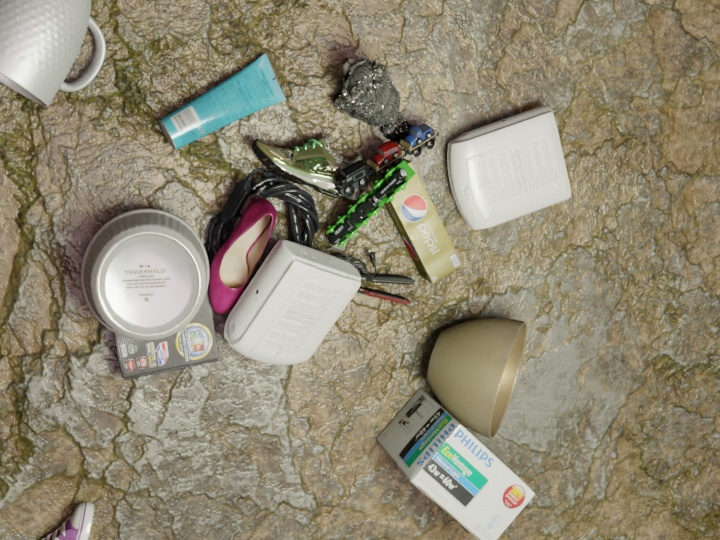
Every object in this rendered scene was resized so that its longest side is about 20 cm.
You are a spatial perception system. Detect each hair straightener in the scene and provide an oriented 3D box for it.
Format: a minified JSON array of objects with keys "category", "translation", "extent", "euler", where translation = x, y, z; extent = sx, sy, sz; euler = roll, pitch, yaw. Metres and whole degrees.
[{"category":"hair straightener","translation":[0.000,0.000,1.774],"extent":[0.197,0.041,0.078],"euler":[13,97,-13]}]

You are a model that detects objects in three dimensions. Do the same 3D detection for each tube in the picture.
[{"category":"tube","translation":[-0.215,-0.257,1.656],"extent":[0.198,0.050,0.078],"euler":[-30,112,-13]}]

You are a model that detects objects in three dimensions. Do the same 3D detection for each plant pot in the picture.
[{"category":"plant pot","translation":[0.188,0.166,1.793],"extent":[0.132,0.200,0.204],"euler":[16,98,16]}]

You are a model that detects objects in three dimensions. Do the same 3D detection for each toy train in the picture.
[{"category":"toy train","translation":[0.043,-0.182,1.690],"extent":[0.198,0.034,0.046],"euler":[-32,130,-18]},{"category":"toy train","translation":[0.015,-0.105,1.695],"extent":[0.042,0.056,0.200],"euler":[47,129,-1]}]

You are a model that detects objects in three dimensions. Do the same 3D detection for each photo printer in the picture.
[{"category":"photo printer","translation":[0.245,-0.168,1.788],"extent":[0.197,0.069,0.169],"euler":[-20,106,-10]},{"category":"photo printer","translation":[-0.112,0.060,1.685],"extent":[0.165,0.070,0.201],"euler":[17,115,-43]}]

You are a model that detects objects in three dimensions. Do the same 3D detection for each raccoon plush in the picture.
[{"category":"raccoon plush","translation":[0.046,-0.267,1.677],"extent":[0.198,0.134,0.098],"euler":[26,92,-19]}]

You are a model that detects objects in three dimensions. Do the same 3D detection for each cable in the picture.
[{"category":"cable","translation":[-0.159,-0.054,1.714],"extent":[0.162,0.051,0.202],"euler":[27,96,-27]}]

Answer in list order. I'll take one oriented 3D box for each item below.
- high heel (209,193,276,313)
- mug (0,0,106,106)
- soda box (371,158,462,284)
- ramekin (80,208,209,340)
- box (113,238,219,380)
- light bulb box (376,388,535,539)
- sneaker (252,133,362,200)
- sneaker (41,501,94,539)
[{"category":"high heel","translation":[-0.180,-0.016,1.637],"extent":[0.067,0.096,0.202],"euler":[23,100,-23]},{"category":"mug","translation":[-0.452,-0.339,1.532],"extent":[0.199,0.147,0.177],"euler":[35,82,-49]},{"category":"soda box","translation":[0.093,-0.083,1.763],"extent":[0.063,0.068,0.202],"euler":[-30,107,-7]},{"category":"ramekin","translation":[-0.322,0.013,1.606],"extent":[0.199,0.094,0.206],"euler":[-3,101,-15]},{"category":"box","translation":[-0.317,0.059,1.688],"extent":[0.157,0.044,0.204],"euler":[-9,103,-13]},{"category":"light bulb box","translation":[0.157,0.330,1.794],"extent":[0.198,0.200,0.125],"euler":[43,88,-18]},{"category":"sneaker","translation":[-0.080,-0.181,1.701],"extent":[0.198,0.077,0.090],"euler":[21,85,-25]},{"category":"sneaker","translation":[-0.506,0.451,1.701],"extent":[0.113,0.073,0.203],"euler":[25,93,-16]}]
